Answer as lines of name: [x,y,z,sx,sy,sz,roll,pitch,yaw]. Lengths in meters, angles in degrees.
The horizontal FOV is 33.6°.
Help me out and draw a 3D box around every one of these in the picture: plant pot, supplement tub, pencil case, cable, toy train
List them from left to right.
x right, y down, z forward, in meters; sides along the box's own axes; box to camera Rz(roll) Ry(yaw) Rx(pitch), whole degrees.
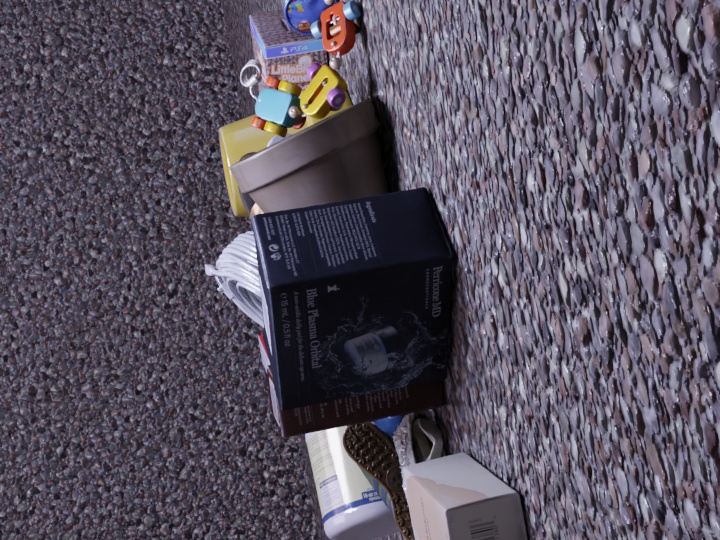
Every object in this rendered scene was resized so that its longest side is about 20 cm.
cable: [-0.100,0.035,1.559,0.200,0.069,0.200,44,163,-12]
plant pot: [-0.103,-0.157,1.733,0.201,0.187,0.203,169,90,-81]
pencil case: [-0.090,-0.424,1.691,0.087,0.077,0.201,55,-168,-49]
toy train: [-0.064,-0.253,1.534,0.199,0.055,0.152,-26,62,34]
plant pot: [-0.040,-0.096,1.498,0.175,0.198,0.200,64,173,-7]
supplement tub: [0.000,0.272,1.705,0.145,0.143,0.202,100,158,-65]

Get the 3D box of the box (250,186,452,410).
box: [-0.009,0.032,1.310,0.118,0.198,0.198,-109,12,-45]

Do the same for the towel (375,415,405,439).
towel: [0.032,0.163,1.586,0.112,0.048,0.202,177,72,-80]

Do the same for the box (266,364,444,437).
box: [-0.008,0.138,1.427,0.100,0.197,0.076,-153,56,-78]

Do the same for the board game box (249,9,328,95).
board game box: [-0.107,-0.292,1.892,0.160,0.096,0.202,-116,17,-59]

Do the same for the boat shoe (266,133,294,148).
boat shoe: [-0.054,-0.101,1.622,0.200,0.071,0.070,42,158,-2]

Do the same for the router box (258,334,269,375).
router box: [-0.049,0.124,1.736,0.200,0.177,0.049,-137,36,-74]

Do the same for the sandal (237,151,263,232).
sandal: [-0.127,-0.065,1.651,0.055,0.081,0.202,-89,-3,-68]

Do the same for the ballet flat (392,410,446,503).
ballet flat: [0.082,0.235,1.413,0.201,0.071,0.072,-113,16,-54]

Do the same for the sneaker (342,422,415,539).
sneaker: [0.054,0.273,1.514,0.201,0.067,0.090,52,-179,7]

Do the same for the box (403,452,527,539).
box: [0.106,0.257,1.228,0.200,0.077,0.096,-173,73,-80]
